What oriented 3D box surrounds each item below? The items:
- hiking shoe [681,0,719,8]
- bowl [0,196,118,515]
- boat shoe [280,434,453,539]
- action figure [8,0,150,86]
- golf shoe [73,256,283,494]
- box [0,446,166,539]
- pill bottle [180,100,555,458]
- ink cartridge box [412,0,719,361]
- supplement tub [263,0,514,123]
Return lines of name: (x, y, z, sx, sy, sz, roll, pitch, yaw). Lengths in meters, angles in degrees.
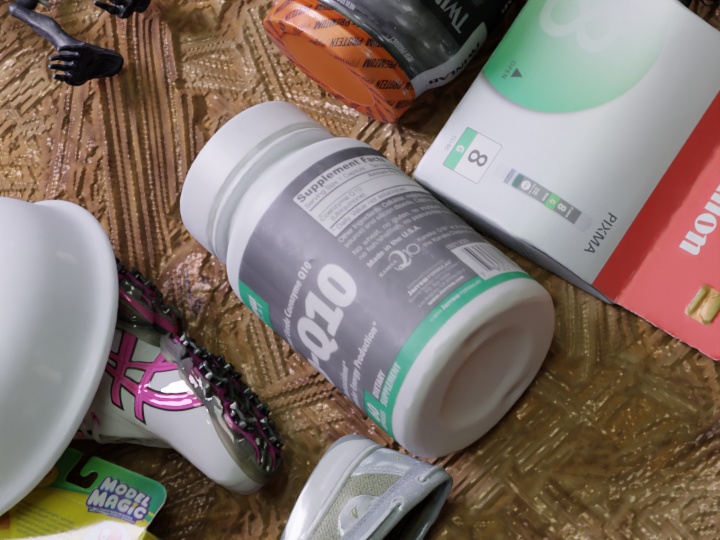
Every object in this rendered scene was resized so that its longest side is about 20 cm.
hiking shoe: (0.216, -0.173, 1.213, 0.200, 0.074, 0.087, 33, 91, 20)
bowl: (-0.234, 0.037, 1.226, 0.201, 0.090, 0.202, -27, 49, 36)
boat shoe: (-0.019, 0.183, 1.139, 0.065, 0.074, 0.202, 15, 66, 29)
action figure: (-0.218, -0.206, 1.367, 0.200, 0.102, 0.119, 40, 96, 28)
golf shoe: (-0.119, 0.071, 1.228, 0.092, 0.073, 0.200, -50, 51, 3)
box: (-0.186, 0.195, 1.207, 0.117, 0.048, 0.200, 19, 77, 27)
pill bottle: (0.000, 0.000, 1.190, 0.113, 0.113, 0.200, -47, 60, -5)
ink cartridge box: (0.151, -0.067, 1.197, 0.200, 0.050, 0.161, 31, 84, 31)
supplement tub: (0.040, -0.191, 1.255, 0.122, 0.123, 0.200, 31, 80, 28)
